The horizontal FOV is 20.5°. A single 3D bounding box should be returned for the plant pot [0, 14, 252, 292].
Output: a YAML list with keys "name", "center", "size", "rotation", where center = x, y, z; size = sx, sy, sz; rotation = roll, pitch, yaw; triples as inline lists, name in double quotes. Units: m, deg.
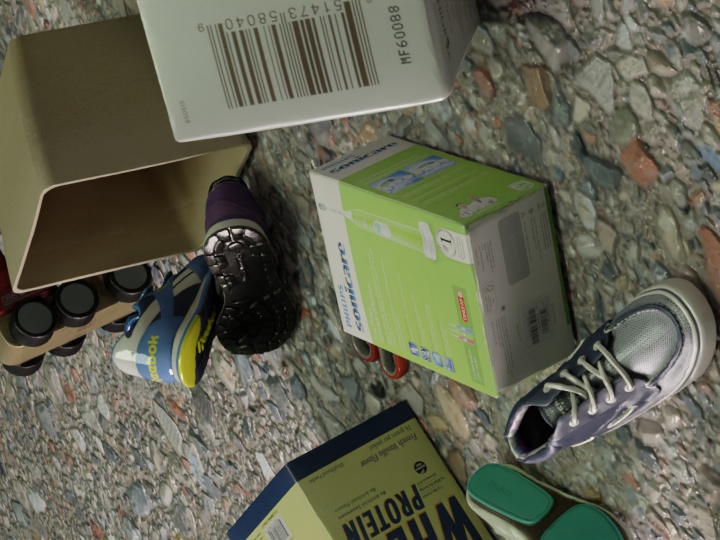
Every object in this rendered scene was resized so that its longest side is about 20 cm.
- name: "plant pot"
  center: [-0.242, -0.120, 1.846]
  size: [0.177, 0.200, 0.200]
  rotation: [67, 154, 21]

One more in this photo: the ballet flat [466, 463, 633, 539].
- name: "ballet flat"
  center: [0.161, 0.214, 1.586]
  size: [0.200, 0.069, 0.070]
  rotation: [29, 136, 52]

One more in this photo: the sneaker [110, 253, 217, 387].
- name: "sneaker"
  center: [-0.175, 0.039, 1.867]
  size: [0.082, 0.200, 0.074]
  rotation: [-1, 114, 11]

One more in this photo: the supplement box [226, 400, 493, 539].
- name: "supplement box"
  center: [0.009, 0.261, 1.783]
  size: [0.200, 0.134, 0.200]
  rotation: [57, 150, 12]

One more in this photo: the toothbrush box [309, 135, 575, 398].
- name: "toothbrush box"
  center: [0.061, -0.007, 1.534]
  size: [0.200, 0.086, 0.146]
  rotation: [20, 129, 51]

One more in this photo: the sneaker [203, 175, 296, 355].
- name: "sneaker"
  center: [-0.103, -0.006, 1.843]
  size: [0.200, 0.076, 0.088]
  rotation: [86, 176, -50]

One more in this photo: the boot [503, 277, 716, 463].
- name: "boot"
  center: [0.175, 0.080, 1.414]
  size: [0.073, 0.090, 0.200]
  rotation: [55, 150, 16]

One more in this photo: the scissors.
- name: "scissors"
  center: [0.000, 0.000, 1.717]
  size: [0.073, 0.014, 0.200]
  rotation: [21, 129, 54]

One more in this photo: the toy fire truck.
- name: "toy fire truck"
  center: [-0.340, -0.008, 2.092]
  size: [0.200, 0.176, 0.129]
  rotation: [56, 151, 14]

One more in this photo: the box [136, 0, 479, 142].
- name: "box"
  center: [-0.040, -0.218, 1.362]
  size: [0.199, 0.171, 0.200]
  rotation: [-8, 112, 14]
